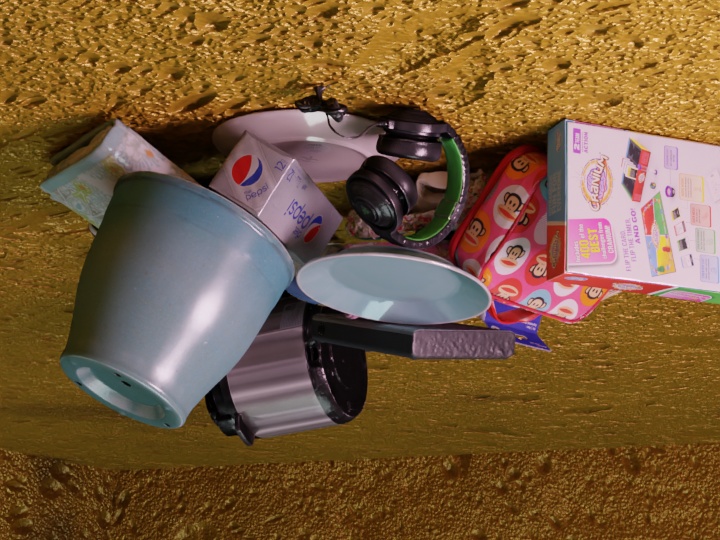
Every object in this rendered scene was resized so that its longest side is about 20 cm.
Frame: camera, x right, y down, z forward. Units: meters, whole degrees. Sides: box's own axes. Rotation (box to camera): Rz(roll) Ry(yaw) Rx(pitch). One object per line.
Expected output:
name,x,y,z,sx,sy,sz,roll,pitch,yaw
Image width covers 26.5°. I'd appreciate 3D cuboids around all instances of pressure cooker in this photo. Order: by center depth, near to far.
pressure cooker,-0.107,0.121,1.945,0.198,0.181,0.176,-12,-177,19

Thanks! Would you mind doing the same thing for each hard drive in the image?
hard drive,0.056,0.072,1.680,0.138,0.033,0.199,3,-178,-34

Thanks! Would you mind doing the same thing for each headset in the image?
headset,0.023,-0.103,1.437,0.093,0.125,0.200,16,164,43

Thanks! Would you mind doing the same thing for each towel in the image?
towel,-0.228,-0.075,1.574,0.170,0.049,0.199,36,155,-22

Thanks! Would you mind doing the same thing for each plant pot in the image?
plant pot,-0.191,0.040,1.477,0.198,0.190,0.201,22,157,10

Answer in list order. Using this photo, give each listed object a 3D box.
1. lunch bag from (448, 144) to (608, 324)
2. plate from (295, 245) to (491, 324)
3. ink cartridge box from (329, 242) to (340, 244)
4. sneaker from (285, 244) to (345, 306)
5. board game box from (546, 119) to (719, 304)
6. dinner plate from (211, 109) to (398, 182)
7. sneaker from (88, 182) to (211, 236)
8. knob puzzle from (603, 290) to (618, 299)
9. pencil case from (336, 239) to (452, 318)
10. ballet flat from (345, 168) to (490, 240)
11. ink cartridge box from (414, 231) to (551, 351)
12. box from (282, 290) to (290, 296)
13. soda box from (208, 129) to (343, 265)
lunch bag,0.190,-0.022,1.578,0.199,0.177,0.082,20,-163,-44
plate,0.034,0.011,1.526,0.197,0.026,0.200,7,161,2
ink cartridge box,-0.129,-0.046,1.835,0.160,0.058,0.200,-4,-175,19
sneaker,0.000,0.000,1.751,0.197,0.076,0.088,5,165,9
board game box,0.277,-0.056,1.486,0.197,0.155,0.040,8,165,-19
dinner plate,-0.052,-0.120,1.543,0.197,0.025,0.200,1,165,0
sneaker,-0.216,-0.075,1.699,0.197,0.072,0.083,-1,136,17
knob puzzle,0.298,0.006,1.788,0.217,0.031,0.220,-18,160,-7
pencil case,0.075,0.003,1.654,0.197,0.084,0.087,-6,-152,-11
ballet flat,0.064,-0.077,1.629,0.198,0.076,0.064,-5,133,30
ink cartridge box,0.145,0.018,1.777,0.094,0.200,0.037,15,116,-41
box,-0.158,0.010,1.939,0.190,0.048,0.200,-5,174,-1
soda box,-0.081,-0.067,1.527,0.063,0.069,0.200,31,175,19
